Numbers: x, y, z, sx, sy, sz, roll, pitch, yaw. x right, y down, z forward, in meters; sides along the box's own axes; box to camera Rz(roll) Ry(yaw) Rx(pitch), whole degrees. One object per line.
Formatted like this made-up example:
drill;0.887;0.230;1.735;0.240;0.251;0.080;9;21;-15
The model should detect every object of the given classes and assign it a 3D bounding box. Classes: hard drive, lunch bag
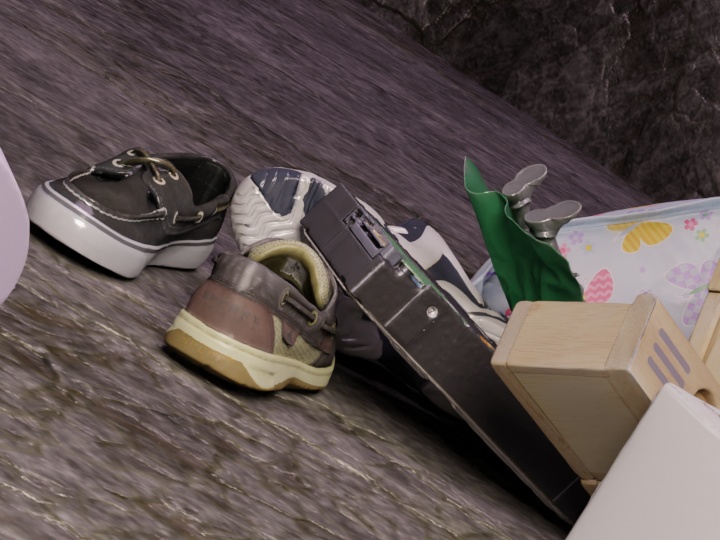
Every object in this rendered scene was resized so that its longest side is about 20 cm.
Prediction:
hard drive;0.055;0.049;1.516;0.200;0.038;0.140;47;2;-21
lunch bag;0.170;0.022;1.889;0.200;0.127;0.170;-6;-4;7

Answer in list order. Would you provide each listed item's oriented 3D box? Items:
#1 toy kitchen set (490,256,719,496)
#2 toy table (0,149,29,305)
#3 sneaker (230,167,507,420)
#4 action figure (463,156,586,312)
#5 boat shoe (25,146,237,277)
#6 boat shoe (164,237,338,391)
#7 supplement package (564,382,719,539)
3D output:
toy kitchen set;0.204;0.021;1.403;0.163;0.200;0.180;1;-37;38
toy table;-0.210;-0.057;0.973;0.200;0.184;0.117;40;16;-47
sneaker;0.000;0.000;1.634;0.199;0.080;0.130;30;7;-19
action figure;0.114;0.036;1.632;0.118;0.055;0.200;-124;-165;-49
boat shoe;-0.118;-0.037;1.515;0.069;0.057;0.200;33;9;12
boat shoe;-0.040;0.018;1.438;0.072;0.066;0.201;32;9;9
supplement package;0.204;0.156;1.324;0.200;0.117;0.117;25;12;-32
